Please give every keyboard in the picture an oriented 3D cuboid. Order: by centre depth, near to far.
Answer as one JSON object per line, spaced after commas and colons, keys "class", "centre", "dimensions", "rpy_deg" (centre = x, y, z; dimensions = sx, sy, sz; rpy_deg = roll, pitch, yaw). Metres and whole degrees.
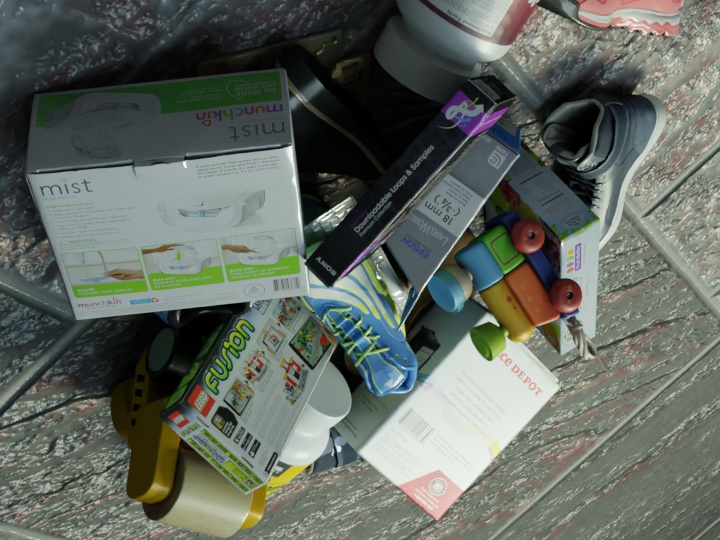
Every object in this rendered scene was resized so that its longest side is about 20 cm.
{"class": "keyboard", "centre": [0.000, 0.000, 1.232], "dimensions": [0.056, 0.011, 0.200], "rpy_deg": [-30, 142, 0]}

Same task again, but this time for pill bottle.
{"class": "pill bottle", "centre": [0.098, -0.244, 1.064], "dimensions": [0.109, 0.110, 0.200], "rpy_deg": [5, 127, -42]}
{"class": "pill bottle", "centre": [-0.104, 0.170, 1.323], "dimensions": [0.112, 0.112, 0.200], "rpy_deg": [11, 136, -46]}

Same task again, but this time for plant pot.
{"class": "plant pot", "centre": [0.066, 0.044, 1.387], "dimensions": [0.200, 0.027, 0.200], "rpy_deg": [-36, 152, -23]}

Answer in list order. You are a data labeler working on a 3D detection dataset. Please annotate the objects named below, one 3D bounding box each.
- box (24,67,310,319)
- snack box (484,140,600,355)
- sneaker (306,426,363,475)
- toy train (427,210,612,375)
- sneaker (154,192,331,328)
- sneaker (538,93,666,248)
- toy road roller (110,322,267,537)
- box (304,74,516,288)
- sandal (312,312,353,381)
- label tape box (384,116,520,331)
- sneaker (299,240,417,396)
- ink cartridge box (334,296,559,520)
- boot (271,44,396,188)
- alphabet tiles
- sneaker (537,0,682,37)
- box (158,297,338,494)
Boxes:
{"class": "box", "centre": [-0.147, -0.057, 1.024], "dimensions": [0.200, 0.097, 0.177], "rpy_deg": [-7, 138, -1]}
{"class": "snack box", "centre": [0.190, -0.022, 1.359], "dimensions": [0.053, 0.142, 0.200], "rpy_deg": [-28, 143, -13]}
{"class": "sneaker", "centre": [-0.008, 0.202, 1.495], "dimensions": [0.146, 0.077, 0.202], "rpy_deg": [-19, 148, -11]}
{"class": "toy train", "centre": [0.160, 0.052, 1.274], "dimensions": [0.116, 0.200, 0.085], "rpy_deg": [-35, -174, -18]}
{"class": "sneaker", "centre": [-0.105, -0.001, 1.183], "dimensions": [0.200, 0.089, 0.079], "rpy_deg": [-27, 143, -17]}
{"class": "sneaker", "centre": [0.228, -0.096, 1.352], "dimensions": [0.146, 0.077, 0.202], "rpy_deg": [-8, 127, -50]}
{"class": "toy road roller", "centre": [-0.171, 0.156, 1.225], "dimensions": [0.123, 0.200, 0.146], "rpy_deg": [24, 146, -35]}
{"class": "box", "centre": [0.044, -0.077, 1.062], "dimensions": [0.200, 0.036, 0.143], "rpy_deg": [-49, 177, 16]}
{"class": "sandal", "centre": [-0.048, 0.074, 1.359], "dimensions": [0.075, 0.048, 0.200], "rpy_deg": [-28, 155, -14]}
{"class": "label tape box", "centre": [0.071, -0.057, 1.210], "dimensions": [0.200, 0.063, 0.144], "rpy_deg": [-56, -178, 16]}
{"class": "sneaker", "centre": [0.008, 0.052, 1.200], "dimensions": [0.076, 0.105, 0.200], "rpy_deg": [-35, 142, 5]}
{"class": "ink cartridge box", "centre": [0.091, 0.141, 1.367], "dimensions": [0.200, 0.083, 0.146], "rpy_deg": [-47, 120, -2]}
{"class": "boot", "centre": [-0.056, -0.100, 1.132], "dimensions": [0.138, 0.078, 0.200], "rpy_deg": [-35, 137, 12]}
{"class": "alphabet tiles", "centre": [-0.083, -0.129, 1.131], "dimensions": [0.200, 0.006, 0.167], "rpy_deg": [-19, 141, -24]}
{"class": "sneaker", "centre": [0.233, -0.273, 1.196], "dimensions": [0.200, 0.074, 0.087], "rpy_deg": [-5, 120, -41]}
{"class": "box", "centre": [-0.097, 0.096, 1.187], "dimensions": [0.110, 0.200, 0.035], "rpy_deg": [45, 130, -15]}
